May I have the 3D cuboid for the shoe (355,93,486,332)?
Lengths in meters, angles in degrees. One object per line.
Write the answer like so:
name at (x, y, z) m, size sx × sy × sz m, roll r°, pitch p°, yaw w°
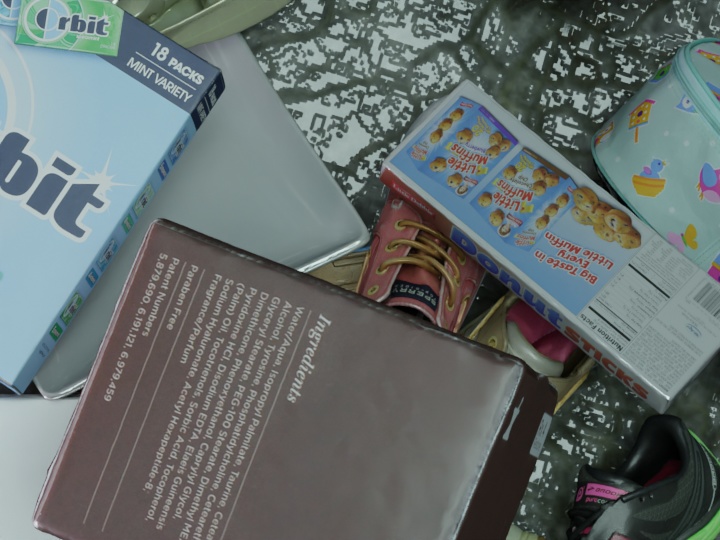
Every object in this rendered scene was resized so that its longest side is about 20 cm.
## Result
shoe at (0.036, 0.002, 1.591) m, size 0.071 × 0.091 × 0.201 m, roll 19°, pitch 94°, yaw -3°

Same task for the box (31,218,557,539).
box at (-0.028, 0.092, 1.459) m, size 0.200 × 0.166 × 0.165 m, roll 21°, pitch 86°, yaw 13°

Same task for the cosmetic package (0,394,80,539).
cosmetic package at (-0.177, 0.121, 1.590) m, size 0.199 × 0.081 × 0.113 m, roll -2°, pitch 89°, yaw -10°

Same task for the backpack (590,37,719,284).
backpack at (0.230, -0.042, 1.622) m, size 0.200 × 0.176 × 0.153 m, roll 41°, pitch 110°, yaw 6°

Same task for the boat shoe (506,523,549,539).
boat shoe at (0.038, 0.226, 1.622) m, size 0.063 × 0.073 × 0.200 m, roll 28°, pitch 68°, yaw 5°

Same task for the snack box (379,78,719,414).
snack box at (0.107, -0.014, 1.555) m, size 0.200 × 0.024 × 0.072 m, roll 40°, pitch 70°, yaw 13°

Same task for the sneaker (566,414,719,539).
sneaker at (0.131, 0.154, 1.609) m, size 0.200 × 0.077 × 0.084 m, roll -50°, pitch 122°, yaw -40°

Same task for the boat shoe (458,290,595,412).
boat shoe at (0.090, 0.048, 1.648) m, size 0.074 × 0.069 × 0.200 m, roll 38°, pitch 78°, yaw -1°

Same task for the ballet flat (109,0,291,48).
ballet flat at (-0.108, -0.154, 1.629) m, size 0.200 × 0.069 × 0.070 m, roll -30°, pitch 88°, yaw -14°

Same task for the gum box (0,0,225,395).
gum box at (-0.196, -0.064, 1.555) m, size 0.170 × 0.045 × 0.200 m, roll 32°, pitch 82°, yaw 7°

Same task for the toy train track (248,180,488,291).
toy train track at (0.000, 0.000, 1.653) m, size 0.199 × 0.033 × 0.115 m, roll -9°, pitch 95°, yaw 1°

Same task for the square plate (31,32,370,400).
square plate at (-0.125, -0.042, 1.619) m, size 0.198 × 0.028 × 0.200 m, roll -27°, pitch 61°, yaw -10°
